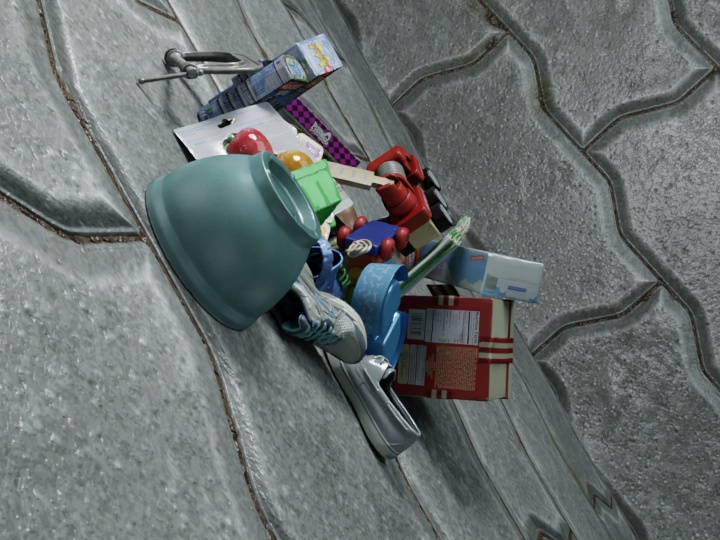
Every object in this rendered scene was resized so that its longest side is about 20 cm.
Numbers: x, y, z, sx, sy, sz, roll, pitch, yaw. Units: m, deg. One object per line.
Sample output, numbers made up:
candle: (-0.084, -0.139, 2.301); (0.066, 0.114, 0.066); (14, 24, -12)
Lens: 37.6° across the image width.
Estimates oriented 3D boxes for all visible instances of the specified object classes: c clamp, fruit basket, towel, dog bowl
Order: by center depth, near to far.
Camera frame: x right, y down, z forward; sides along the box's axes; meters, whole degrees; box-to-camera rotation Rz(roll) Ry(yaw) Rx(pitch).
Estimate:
fruit basket: (-0.130, -0.131, 1.422); (0.200, 0.094, 0.185); (46, 42, 14)
c clamp: (-0.222, -0.286, 1.455); (0.200, 0.169, 0.027); (-125, -148, -68)
dog bowl: (0.025, 0.070, 1.502); (0.201, 0.049, 0.112); (88, 25, -47)
towel: (0.104, -0.017, 1.625); (0.023, 0.152, 0.200); (46, 17, -1)

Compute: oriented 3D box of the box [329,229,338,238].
box: (-0.068, -0.126, 1.831); (0.161, 0.043, 0.200); (63, 13, 19)

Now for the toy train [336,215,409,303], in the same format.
toy train: (0.000, 0.000, 1.536); (0.200, 0.084, 0.117); (-37, 140, -65)

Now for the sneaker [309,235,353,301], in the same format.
sneaker: (-0.033, 0.003, 1.614); (0.200, 0.076, 0.089); (17, 51, -69)

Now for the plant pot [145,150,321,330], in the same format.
plant pot: (-0.129, -0.053, 1.206); (0.201, 0.134, 0.201); (55, 12, -18)

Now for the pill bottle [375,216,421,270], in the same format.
pill bottle: (0.042, -0.031, 1.808); (0.110, 0.109, 0.200); (57, 24, -4)

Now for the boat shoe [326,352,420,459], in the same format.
boat shoe: (0.019, 0.154, 1.438); (0.202, 0.071, 0.070); (61, 13, 18)

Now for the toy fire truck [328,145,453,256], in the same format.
toy fire truck: (0.035, -0.138, 1.695); (0.200, 0.128, 0.177); (49, 17, -31)

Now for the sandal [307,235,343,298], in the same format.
sandal: (-0.058, 0.004, 1.462); (0.080, 0.087, 0.200); (59, 8, 17)

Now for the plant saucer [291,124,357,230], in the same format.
plant saucer: (-0.068, -0.140, 1.686); (0.201, 0.032, 0.200); (55, 12, -18)

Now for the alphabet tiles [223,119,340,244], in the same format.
alphabet tiles: (-0.112, -0.128, 1.491); (0.195, 0.015, 0.201); (34, 47, -23)

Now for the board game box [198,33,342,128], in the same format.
board game box: (-0.132, -0.280, 1.578); (0.062, 0.199, 0.200); (58, 12, -1)

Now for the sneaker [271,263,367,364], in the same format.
sneaker: (-0.069, 0.063, 1.352); (0.200, 0.077, 0.087); (45, 29, -24)

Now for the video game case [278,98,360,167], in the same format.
video game case: (-0.108, -0.257, 1.813); (0.200, 0.036, 0.181); (43, -4, -34)

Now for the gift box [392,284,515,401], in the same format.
gift box: (0.142, 0.115, 1.708); (0.187, 0.198, 0.186); (11, 86, -69)

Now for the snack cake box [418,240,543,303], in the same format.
snack cake box: (0.193, -0.001, 1.749); (0.114, 0.068, 0.200); (9, 4, -29)

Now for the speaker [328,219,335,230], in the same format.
speaker: (-0.117, -0.133, 1.562); (0.201, 0.088, 0.088); (59, 12, 2)
